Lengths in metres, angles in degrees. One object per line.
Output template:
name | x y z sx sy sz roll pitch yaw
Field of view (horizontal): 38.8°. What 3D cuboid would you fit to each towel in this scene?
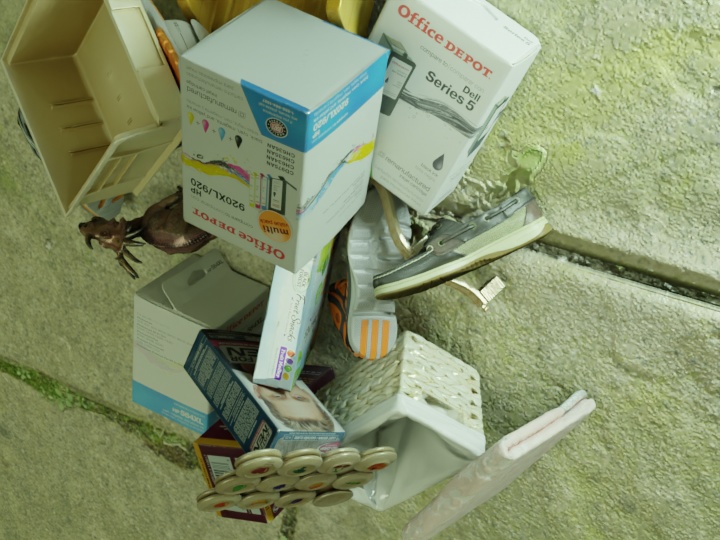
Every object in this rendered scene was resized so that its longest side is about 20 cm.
towel | 0.155 0.221 1.147 0.032 0.191 0.200 51 130 18

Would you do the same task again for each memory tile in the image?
memory tile | -0.070 0.232 1.127 0.153 0.200 0.017 -44 51 43

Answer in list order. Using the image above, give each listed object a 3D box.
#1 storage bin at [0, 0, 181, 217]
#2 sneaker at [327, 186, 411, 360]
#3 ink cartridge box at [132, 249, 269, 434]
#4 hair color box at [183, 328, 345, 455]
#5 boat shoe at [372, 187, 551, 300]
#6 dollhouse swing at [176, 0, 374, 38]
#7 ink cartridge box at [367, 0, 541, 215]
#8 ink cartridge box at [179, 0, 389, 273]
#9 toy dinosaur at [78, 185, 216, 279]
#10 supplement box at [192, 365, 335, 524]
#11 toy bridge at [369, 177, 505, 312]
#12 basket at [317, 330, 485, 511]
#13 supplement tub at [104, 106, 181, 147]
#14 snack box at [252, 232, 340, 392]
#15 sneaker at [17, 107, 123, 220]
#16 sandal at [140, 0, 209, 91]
storage bin | -0.286 -0.195 1.098 0.198 0.094 0.200 -35 76 53
sneaker | 0.000 0.000 1.193 0.112 0.077 0.201 -168 86 -70
ink cartridge box | -0.210 0.086 1.335 0.125 0.129 0.200 23 125 20
hair color box | -0.115 0.148 1.188 0.200 0.100 0.061 44 115 42
boat shoe | 0.100 -0.027 1.083 0.200 0.073 0.065 -22 84 -6
dollhouse swing | -0.105 -0.319 1.008 0.200 0.176 0.182 12 88 26
ink cartridge box | 0.068 -0.183 1.048 0.145 0.084 0.200 37 129 10
ink cartridge box | -0.079 -0.132 1.012 0.147 0.145 0.200 26 137 18
toy dinosaur | -0.239 -0.047 1.278 0.200 0.136 0.086 -6 112 33
supplement box | -0.107 0.214 1.294 0.085 0.200 0.111 0 114 33
toy bridge | 0.077 -0.032 1.133 0.200 0.067 0.027 50 155 -1
basket | 0.040 0.179 1.214 0.135 0.124 0.200 32 135 -23
supplement tub | -0.228 -0.197 1.209 0.200 0.107 0.107 -13 108 35
snack box | -0.068 0.019 1.176 0.053 0.142 0.200 15 109 5
sneaker | -0.385 -0.151 1.359 0.077 0.078 0.200 -27 95 52
sandal | -0.185 -0.239 1.079 0.207 0.059 0.079 58 164 26
